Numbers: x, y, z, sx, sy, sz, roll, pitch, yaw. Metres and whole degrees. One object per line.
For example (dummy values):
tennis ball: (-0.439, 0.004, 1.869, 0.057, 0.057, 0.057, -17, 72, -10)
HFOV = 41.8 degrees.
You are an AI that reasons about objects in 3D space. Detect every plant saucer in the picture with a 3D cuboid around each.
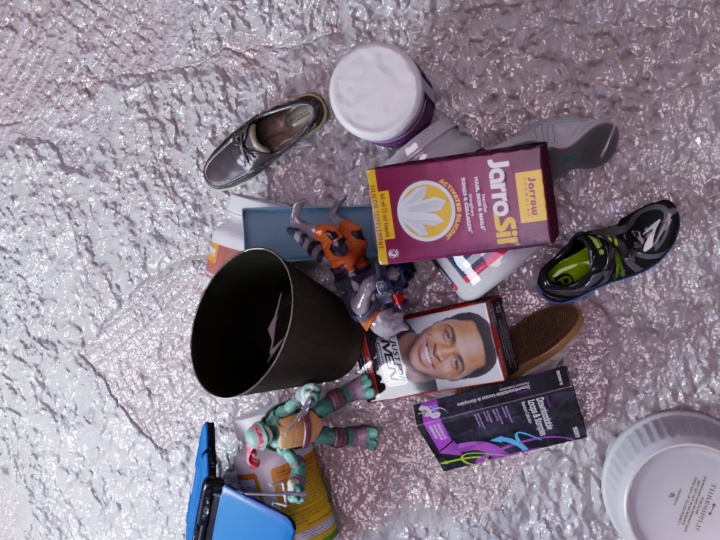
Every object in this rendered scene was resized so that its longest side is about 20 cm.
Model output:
plant saucer: (-0.063, -0.048, 1.226, 0.198, 0.019, 0.071, -3, 88, -29)

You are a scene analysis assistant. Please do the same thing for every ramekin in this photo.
ramekin: (0.404, 0.282, 1.174, 0.200, 0.094, 0.205, 1, 93, 12)

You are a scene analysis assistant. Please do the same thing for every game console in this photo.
game console: (-0.164, 0.329, 1.249, 0.117, 0.171, 0.202, 6, 125, -15)

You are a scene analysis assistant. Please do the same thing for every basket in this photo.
basket: (-0.091, 0.077, 1.165, 0.135, 0.199, 0.182, 26, 93, 31)

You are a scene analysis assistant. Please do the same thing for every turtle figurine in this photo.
turtle figurine: (-0.070, 0.199, 1.179, 0.100, 0.198, 0.151, 29, 121, 46)

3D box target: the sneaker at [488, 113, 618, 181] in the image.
sneaker: (0.220, -0.146, 1.158, 0.199, 0.080, 0.071, -17, 123, -26)

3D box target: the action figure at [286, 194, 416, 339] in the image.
action figure: (0.000, 0.000, 1.188, 0.104, 0.200, 0.195, -34, 80, 13)

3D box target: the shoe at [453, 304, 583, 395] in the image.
shoe: (0.210, 0.119, 1.229, 0.199, 0.053, 0.070, -39, 44, 8)

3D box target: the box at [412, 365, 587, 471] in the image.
box: (0.180, 0.192, 1.195, 0.198, 0.143, 0.036, -17, 51, 11)

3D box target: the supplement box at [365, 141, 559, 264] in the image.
supplement box: (0.117, -0.076, 1.066, 0.198, 0.086, 0.112, -7, 97, 18)

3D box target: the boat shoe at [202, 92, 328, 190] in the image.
boat shoe: (-0.136, -0.176, 1.267, 0.199, 0.065, 0.074, -35, 88, 12)

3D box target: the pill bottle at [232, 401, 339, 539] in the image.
pill bottle: (-0.106, 0.285, 1.267, 0.110, 0.111, 0.202, -16, 90, 12)

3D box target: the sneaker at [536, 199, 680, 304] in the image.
sneaker: (0.310, -0.021, 1.176, 0.198, 0.083, 0.071, -30, 69, 11)

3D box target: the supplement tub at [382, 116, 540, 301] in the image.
supplement tub: (0.126, -0.077, 1.183, 0.140, 0.140, 0.201, -39, 86, 11)

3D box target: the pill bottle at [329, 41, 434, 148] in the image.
pill bottle: (0.034, -0.210, 1.163, 0.111, 0.200, 0.114, 1, 93, 11)

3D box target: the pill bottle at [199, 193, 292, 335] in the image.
pill bottle: (-0.152, 0.004, 1.259, 0.111, 0.112, 0.202, 13, 96, 10)

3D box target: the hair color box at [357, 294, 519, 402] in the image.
hair color box: (0.093, 0.103, 1.215, 0.198, 0.061, 0.103, -15, 90, 29)
